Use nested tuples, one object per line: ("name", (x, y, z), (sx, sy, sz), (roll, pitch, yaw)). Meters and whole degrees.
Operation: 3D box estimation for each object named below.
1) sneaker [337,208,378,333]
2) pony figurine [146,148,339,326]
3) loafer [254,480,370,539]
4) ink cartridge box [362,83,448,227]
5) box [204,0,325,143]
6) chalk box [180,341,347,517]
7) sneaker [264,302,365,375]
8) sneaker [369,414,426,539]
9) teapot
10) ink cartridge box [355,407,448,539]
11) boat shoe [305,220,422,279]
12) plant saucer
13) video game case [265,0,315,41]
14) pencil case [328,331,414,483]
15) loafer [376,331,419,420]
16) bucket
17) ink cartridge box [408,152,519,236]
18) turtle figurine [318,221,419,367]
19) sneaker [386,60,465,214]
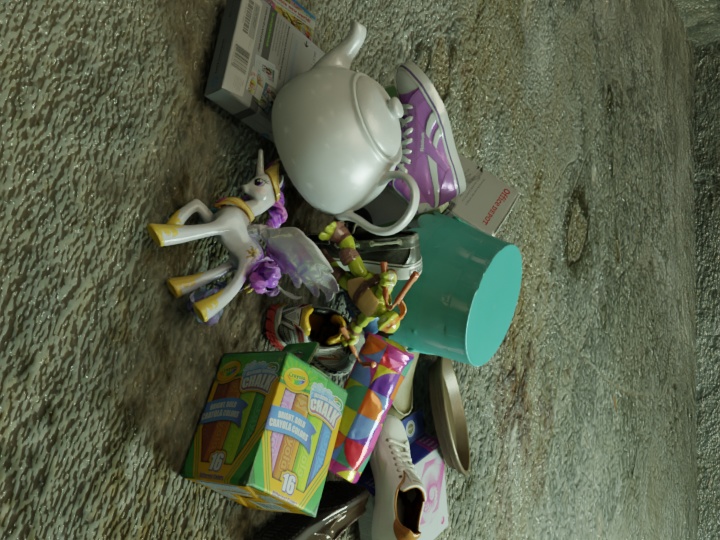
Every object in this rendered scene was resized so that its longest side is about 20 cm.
("sneaker", (0.000, 0.000, 1.041), (0.079, 0.064, 0.204), (74, 6, -57))
("pony figurine", (-0.135, -0.025, 0.839), (0.199, 0.165, 0.196), (-36, 104, -31))
("loafer", (-0.062, 0.344, 0.918), (0.198, 0.072, 0.073), (-16, 107, -47))
("ink cartridge box", (0.035, -0.168, 1.053), (0.048, 0.143, 0.204), (-44, 117, -55))
("box", (-0.111, -0.260, 0.946), (0.198, 0.041, 0.160), (27, 64, -45))
("chalk box", (-0.106, 0.174, 0.842), (0.124, 0.123, 0.204), (40, 54, -39))
("sneaker", (-0.041, 0.098, 0.966), (0.198, 0.081, 0.080), (25, 64, -47))
("sneaker", (0.062, 0.291, 0.981), (0.072, 0.084, 0.203), (25, 44, -29))
("teapot", (-0.009, -0.173, 0.882), (0.201, 0.144, 0.200), (52, 31, -34))
("ink cartridge box", (0.068, 0.345, 1.072), (0.195, 0.043, 0.205), (-19, 107, -50))
("boat shoe", (-0.006, -0.038, 0.938), (0.071, 0.196, 0.065), (-39, 130, -51))
("plant saucer", (0.150, 0.241, 1.166), (0.200, 0.029, 0.205), (-13, 91, -75))
("video game case", (-0.129, -0.309, 0.979), (0.142, 0.018, 0.205), (26, 65, -45))
("pencil case", (0.000, 0.188, 0.953), (0.088, 0.088, 0.203), (31, 85, -43))
("loafer", (0.059, 0.135, 1.094), (0.075, 0.066, 0.205), (-1, 85, -50))
("bucket", (0.138, 0.031, 1.000), (0.206, 0.133, 0.211), (-34, 133, -45))
("ink cartridge box", (0.144, -0.120, 1.147), (0.198, 0.084, 0.146), (34, 47, 8))
("turtle figurine", (0.006, 0.016, 0.865), (0.064, 0.201, 0.162), (-27, 68, -34))
("sneaker", (0.067, -0.175, 0.957), (0.113, 0.073, 0.204), (-26, 107, -11))
